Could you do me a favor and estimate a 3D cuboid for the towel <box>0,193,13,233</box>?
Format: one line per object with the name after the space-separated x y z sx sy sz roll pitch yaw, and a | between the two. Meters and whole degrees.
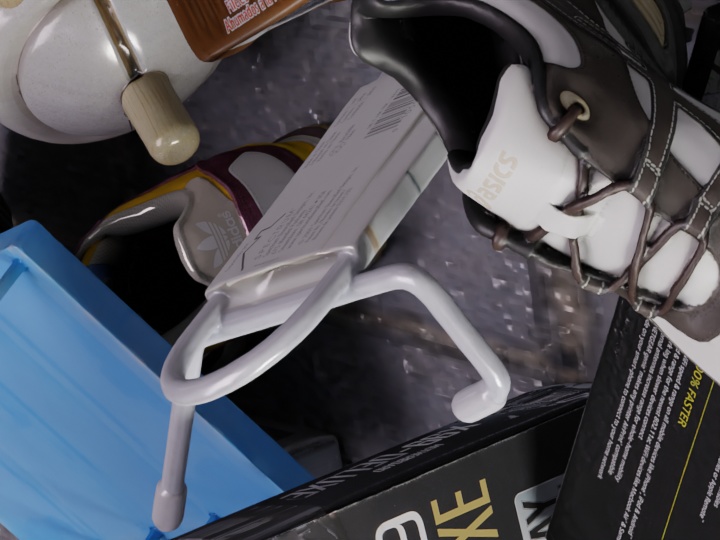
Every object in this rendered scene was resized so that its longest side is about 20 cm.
-0.154 -0.038 1.126 0.200 0.022 0.147 71 180 -50 | towel

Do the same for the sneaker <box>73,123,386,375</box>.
-0.076 0.004 1.082 0.200 0.090 0.075 -36 77 54 | sneaker

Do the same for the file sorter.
-0.140 0.089 1.057 0.139 0.123 0.200 43 151 -17 | file sorter

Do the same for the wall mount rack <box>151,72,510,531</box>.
0.000 0.000 0.912 0.174 0.200 0.075 -18 117 47 | wall mount rack

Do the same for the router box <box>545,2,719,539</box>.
0.137 0.041 0.842 0.149 0.051 0.200 43 135 34 | router box

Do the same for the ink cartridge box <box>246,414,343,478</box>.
-0.050 0.151 1.166 0.162 0.050 0.200 8 118 52 | ink cartridge box

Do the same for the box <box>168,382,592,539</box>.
0.037 0.152 0.944 0.050 0.157 0.200 -3 103 54 | box

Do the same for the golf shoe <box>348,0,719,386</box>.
0.072 -0.014 0.779 0.200 0.094 0.078 47 132 27 | golf shoe

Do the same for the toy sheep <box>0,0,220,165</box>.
-0.103 -0.113 1.027 0.200 0.138 0.138 66 148 34 | toy sheep

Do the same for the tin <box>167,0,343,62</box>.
0.010 -0.109 0.881 0.042 0.112 0.200 61 155 -4 | tin
